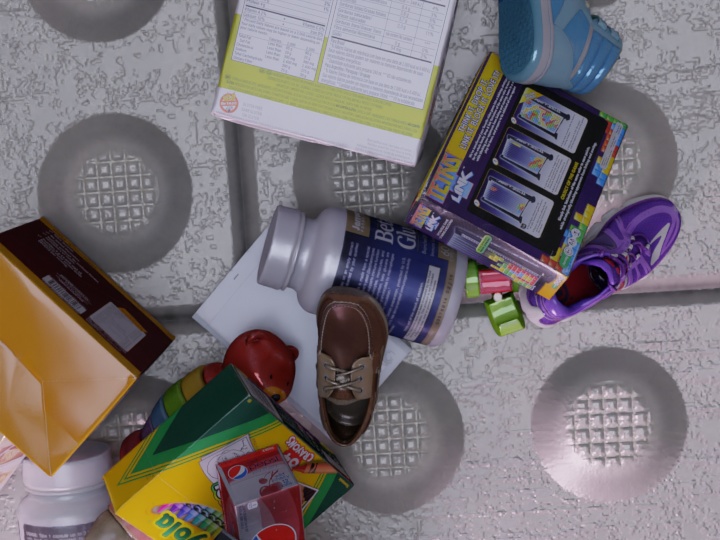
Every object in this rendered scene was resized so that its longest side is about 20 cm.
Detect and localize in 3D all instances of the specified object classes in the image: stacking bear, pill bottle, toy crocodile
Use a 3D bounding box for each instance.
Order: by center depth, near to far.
[{"bbox_3d":[0.000,0.000,1.417,0.198,0.111,0.112,15,98,-10],"label":"pill bottle"},{"bbox_3d":[0.137,-0.033,1.446,0.067,0.062,0.203,-5,96,3],"label":"toy crocodile"},{"bbox_3d":[-0.146,0.146,1.448,0.200,0.114,0.121,-46,133,13],"label":"stacking bear"},{"bbox_3d":[-0.303,0.290,1.481,0.111,0.113,0.203,-3,98,3],"label":"pill bottle"}]

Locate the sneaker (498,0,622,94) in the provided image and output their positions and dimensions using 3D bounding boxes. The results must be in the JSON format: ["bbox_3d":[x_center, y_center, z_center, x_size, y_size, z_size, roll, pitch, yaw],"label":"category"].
[{"bbox_3d":[0.207,-0.268,1.415,0.129,0.079,0.203,14,73,-30],"label":"sneaker"}]

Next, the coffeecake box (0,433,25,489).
[{"bbox_3d":[-0.441,0.180,1.453,0.154,0.073,0.201,45,110,17],"label":"coffeecake box"}]

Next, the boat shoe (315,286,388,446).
[{"bbox_3d":[-0.010,0.099,1.389,0.075,0.072,0.201,2,136,7],"label":"boat shoe"}]

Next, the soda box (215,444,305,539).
[{"bbox_3d":[-0.093,0.271,1.377,0.069,0.064,0.202,-16,128,-17],"label":"soda box"}]

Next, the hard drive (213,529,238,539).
[{"bbox_3d":[-0.086,0.350,1.346,0.199,0.033,0.140,37,130,-2],"label":"hard drive"}]

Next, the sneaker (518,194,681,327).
[{"bbox_3d":[0.256,-0.004,1.417,0.199,0.083,0.081,-36,99,-16],"label":"sneaker"}]

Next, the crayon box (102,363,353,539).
[{"bbox_3d":[-0.129,0.212,1.397,0.172,0.058,0.200,-42,133,2],"label":"crayon box"}]

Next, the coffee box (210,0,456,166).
[{"bbox_3d":[-0.014,-0.223,1.359,0.197,0.200,0.200,14,97,1],"label":"coffee box"}]

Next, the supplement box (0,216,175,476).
[{"bbox_3d":[-0.317,0.068,1.409,0.197,0.200,0.133,42,98,-3],"label":"supplement box"}]

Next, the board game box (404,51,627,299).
[{"bbox_3d":[0.157,-0.096,1.388,0.164,0.057,0.201,27,60,0],"label":"board game box"}]

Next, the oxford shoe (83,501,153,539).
[{"bbox_3d":[-0.230,0.301,1.453,0.075,0.201,0.070,-41,50,-10],"label":"oxford shoe"}]

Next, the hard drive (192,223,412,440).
[{"bbox_3d":[-0.062,0.065,1.486,0.200,0.026,0.132,41,97,-2],"label":"hard drive"}]
